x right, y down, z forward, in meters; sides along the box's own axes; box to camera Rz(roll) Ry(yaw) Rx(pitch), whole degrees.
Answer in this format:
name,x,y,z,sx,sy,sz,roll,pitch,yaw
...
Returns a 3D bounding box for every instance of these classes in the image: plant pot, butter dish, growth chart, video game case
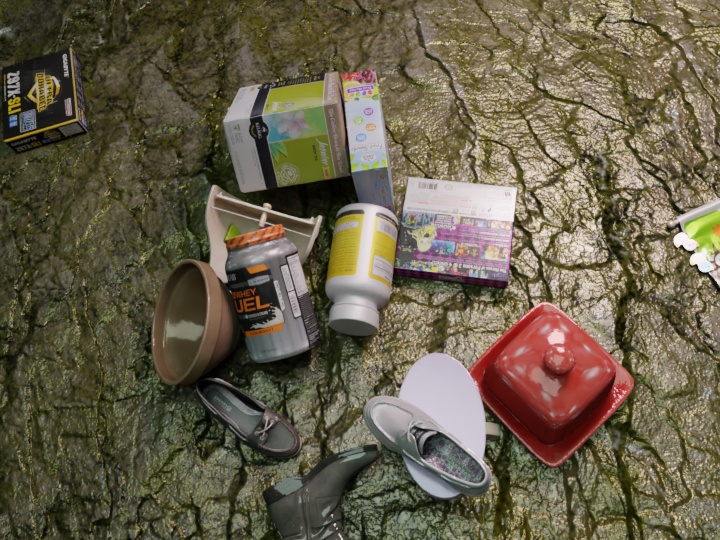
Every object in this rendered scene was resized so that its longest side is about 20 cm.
name,x,y,z,sx,sy,sz,roll,pitch,yaw
plant pot,-0.260,0.089,1.095,0.200,0.092,0.204,-17,67,46
butter dish,0.286,0.148,0.988,0.200,0.148,0.200,-40,66,-10
growth chart,0.617,-0.033,1.097,0.144,0.018,0.201,-30,65,-6
video game case,0.166,-0.069,1.161,0.197,0.036,0.183,6,67,10

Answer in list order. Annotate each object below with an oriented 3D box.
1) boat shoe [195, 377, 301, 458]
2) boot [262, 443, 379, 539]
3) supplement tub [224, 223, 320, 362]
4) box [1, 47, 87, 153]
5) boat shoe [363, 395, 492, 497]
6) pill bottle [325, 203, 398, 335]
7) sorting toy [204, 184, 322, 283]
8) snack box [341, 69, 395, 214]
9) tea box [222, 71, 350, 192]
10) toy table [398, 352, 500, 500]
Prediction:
name,x,y,z,sx,sy,sz,roll,pitch,yaw
boat shoe,-0.184,0.234,1.061,0.198,0.057,0.067,28,72,18
boot,-0.041,0.353,0.993,0.198,0.068,0.132,-28,70,3
supplement tub,-0.144,0.035,1.068,0.121,0.123,0.203,-16,95,0
box,-0.662,-0.357,1.392,0.158,0.049,0.202,-17,65,2
boat shoe,0.086,0.231,0.892,0.199,0.069,0.072,37,74,22
pill bottle,0.000,0.000,1.111,0.110,0.112,0.202,4,66,9
sorting toy,-0.182,-0.027,1.161,0.197,0.107,0.182,16,81,4
snack box,0.015,-0.217,1.174,0.067,0.169,0.203,-7,66,5
tea box,-0.121,-0.249,1.179,0.194,0.135,0.201,-9,30,5
toy table,0.118,0.237,0.988,0.181,0.117,0.202,6,66,11
